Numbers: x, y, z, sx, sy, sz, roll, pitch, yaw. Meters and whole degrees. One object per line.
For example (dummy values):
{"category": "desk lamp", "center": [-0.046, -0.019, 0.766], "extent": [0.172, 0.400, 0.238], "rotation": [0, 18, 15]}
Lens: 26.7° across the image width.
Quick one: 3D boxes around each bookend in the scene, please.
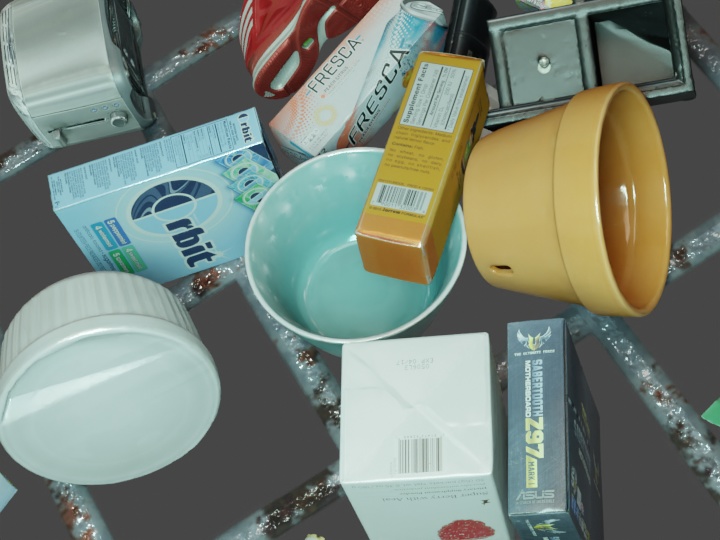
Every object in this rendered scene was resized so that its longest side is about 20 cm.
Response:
{"category": "bookend", "center": [0.201, -0.245, 1.415], "extent": [0.196, 0.092, 0.203], "rotation": [-8, 90, 14]}

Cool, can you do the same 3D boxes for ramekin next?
{"category": "ramekin", "center": [-0.227, 0.089, 1.341], "extent": [0.200, 0.203, 0.095], "rotation": [-21, 47, 0]}

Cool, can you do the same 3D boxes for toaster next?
{"category": "toaster", "center": [-0.293, -0.222, 1.564], "extent": [0.128, 0.114, 0.202], "rotation": [-16, 62, 6]}

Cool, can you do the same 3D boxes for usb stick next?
{"category": "usb stick", "center": [0.097, -0.181, 1.483], "extent": [0.032, 0.055, 0.203], "rotation": [-9, 61, 43]}

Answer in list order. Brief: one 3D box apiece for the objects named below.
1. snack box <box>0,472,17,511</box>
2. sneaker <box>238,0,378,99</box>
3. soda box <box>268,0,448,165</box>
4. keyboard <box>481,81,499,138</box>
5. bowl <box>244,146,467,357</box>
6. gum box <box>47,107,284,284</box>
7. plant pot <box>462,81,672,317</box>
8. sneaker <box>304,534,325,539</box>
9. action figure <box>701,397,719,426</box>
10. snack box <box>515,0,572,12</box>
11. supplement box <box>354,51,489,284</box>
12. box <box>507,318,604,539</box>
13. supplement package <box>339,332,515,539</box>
{"category": "snack box", "center": [-0.444, 0.206, 1.394], "extent": [0.199, 0.068, 0.169], "rotation": [29, 71, 22]}
{"category": "sneaker", "center": [-0.059, -0.281, 1.533], "extent": [0.200, 0.078, 0.116], "rotation": [-44, 53, 19]}
{"category": "soda box", "center": [0.002, -0.184, 1.501], "extent": [0.068, 0.064, 0.200], "rotation": [35, 78, 26]}
{"category": "keyboard", "center": [0.108, -0.166, 1.508], "extent": [0.056, 0.011, 0.200], "rotation": [-46, 62, -7]}
{"category": "bowl", "center": [0.000, 0.000, 1.381], "extent": [0.198, 0.105, 0.203], "rotation": [-3, 60, 5]}
{"category": "gum box", "center": [-0.167, -0.059, 1.416], "extent": [0.197, 0.170, 0.045], "rotation": [-18, 59, 3]}
{"category": "plant pot", "center": [0.179, -0.058, 1.339], "extent": [0.138, 0.200, 0.202], "rotation": [-3, 60, 28]}
{"category": "sneaker", "center": [0.014, 0.302, 1.248], "extent": [0.199, 0.075, 0.091], "rotation": [27, 79, 30]}
{"category": "action figure", "center": [0.398, 0.140, 1.258], "extent": [0.200, 0.055, 0.118], "rotation": [40, 73, 23]}
{"category": "snack box", "center": [0.254, -0.323, 1.477], "extent": [0.141, 0.053, 0.202], "rotation": [27, 95, 11]}
{"category": "supplement box", "center": [0.057, -0.093, 1.329], "extent": [0.068, 0.067, 0.202], "rotation": [13, 62, 17]}
{"category": "box", "center": [0.158, 0.152, 1.216], "extent": [0.050, 0.200, 0.160], "rotation": [-6, 60, 14]}
{"category": "supplement package", "center": [0.059, 0.152, 1.237], "extent": [0.119, 0.201, 0.121], "rotation": [-5, 60, 10]}
